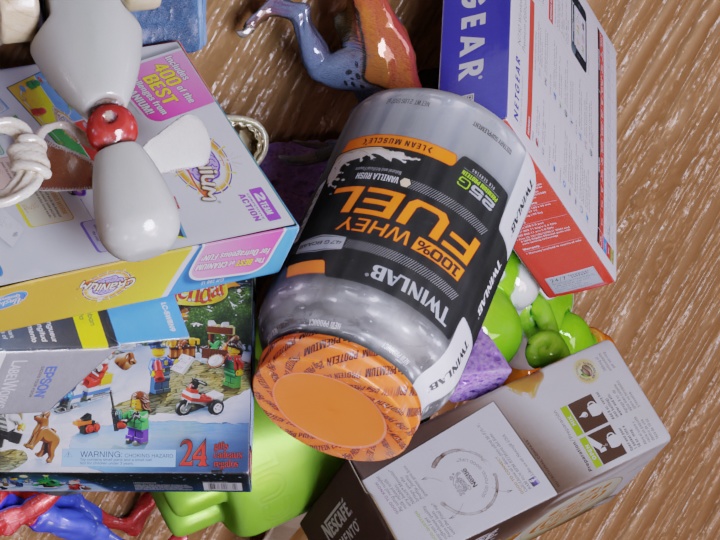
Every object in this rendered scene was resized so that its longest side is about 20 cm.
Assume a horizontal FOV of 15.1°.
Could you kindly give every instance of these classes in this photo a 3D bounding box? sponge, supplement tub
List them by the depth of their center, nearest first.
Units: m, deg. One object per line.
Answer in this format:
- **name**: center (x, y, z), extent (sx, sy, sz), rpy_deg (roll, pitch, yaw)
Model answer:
- **supplement tub**: center (0.017, 0.003, 1.566), extent (0.123, 0.122, 0.200), rpy_deg (61, 41, -44)
- **sponge**: center (0.000, 0.000, 1.688), extent (0.111, 0.200, 0.030), rpy_deg (-7, 142, -42)

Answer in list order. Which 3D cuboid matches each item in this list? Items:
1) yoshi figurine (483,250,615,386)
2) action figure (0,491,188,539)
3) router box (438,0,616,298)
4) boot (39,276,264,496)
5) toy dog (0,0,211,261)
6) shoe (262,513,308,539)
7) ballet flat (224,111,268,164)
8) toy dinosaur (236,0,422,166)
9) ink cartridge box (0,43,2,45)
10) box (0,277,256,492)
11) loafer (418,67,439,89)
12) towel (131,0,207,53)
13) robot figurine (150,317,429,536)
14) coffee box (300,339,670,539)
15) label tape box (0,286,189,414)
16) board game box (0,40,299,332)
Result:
- **yoshi figurine**: center (0.095, 0.044, 1.789), extent (0.112, 0.112, 0.200), rpy_deg (-33, 146, 9)
- **action figure**: center (-0.183, 0.127, 1.686), extent (0.200, 0.065, 0.099), rpy_deg (13, 113, -46)
- **router box**: center (0.110, -0.115, 1.733), extent (0.180, 0.049, 0.200), rpy_deg (52, 33, -45)
- **boot**: center (-0.131, 0.058, 1.654), extent (0.200, 0.132, 0.070), rpy_deg (-43, 93, -5)
- **toy dog**: center (-0.144, -0.089, 1.451), extent (0.096, 0.131, 0.200), rpy_deg (99, -2, -64)
- **shoe**: center (-0.021, 0.130, 1.852), extent (0.200, 0.053, 0.070), rpy_deg (-52, 171, 2)
- **ballet flat**: center (-0.142, -0.059, 1.610), extent (0.200, 0.062, 0.068), rpy_deg (-22, 102, -33)
- **toy dinosaur**: center (0.010, -0.103, 1.660), extent (0.182, 0.200, 0.105), rpy_deg (46, 61, -2)
- **ink cartridge box**: center (-0.238, -0.193, 1.446), extent (0.200, 0.043, 0.198), rpy_deg (-37, 137, 11)
- **box**: center (-0.160, 0.056, 1.549), extent (0.038, 0.199, 0.137), rpy_deg (89, 1, -69)
- **loafer**: center (0.062, -0.039, 1.806), extent (0.068, 0.070, 0.201), rpy_deg (-28, 131, -28)
- **towel**: center (-0.126, -0.217, 1.548), extent (0.111, 0.049, 0.201), rpy_deg (-6, 118, -39)
- **robot figurine**: center (-0.043, 0.093, 1.719), extent (0.200, 0.116, 0.176), rpy_deg (-24, 160, -14)
- **coffee box**: center (0.077, 0.131, 1.687), extent (0.200, 0.080, 0.114), rpy_deg (-23, 163, -27)
- **label tape box**: center (-0.212, 0.007, 1.493), extent (0.199, 0.144, 0.063), rpy_deg (-1, 140, -27)
- **board game box**: center (-0.155, -0.048, 1.497), extent (0.200, 0.153, 0.040), rpy_deg (-12, 145, -33)
